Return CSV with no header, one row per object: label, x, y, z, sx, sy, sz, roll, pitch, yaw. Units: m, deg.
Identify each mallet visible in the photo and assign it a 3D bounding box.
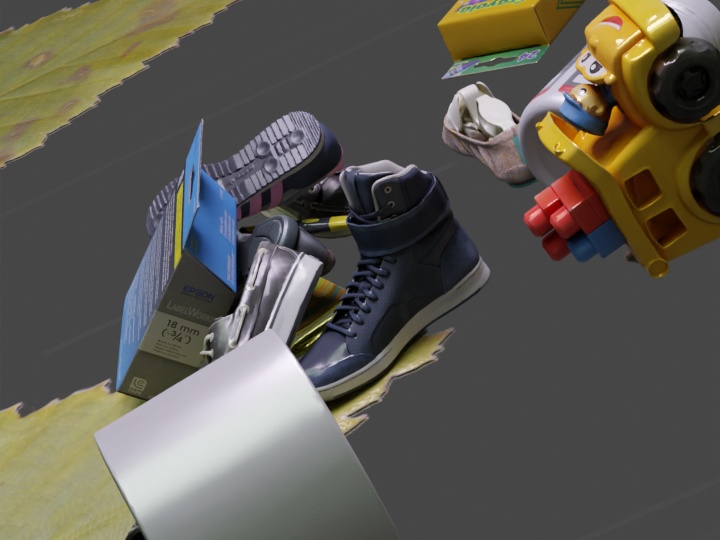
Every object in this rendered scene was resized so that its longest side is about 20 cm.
mallet,-0.016,-0.048,1.774,0.198,0.041,0.066,-2,34,27

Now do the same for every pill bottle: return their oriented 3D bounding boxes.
pill bottle,0.232,-0.151,1.665,0.115,0.117,0.200,2,38,46

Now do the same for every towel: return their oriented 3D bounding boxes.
towel,-0.072,0.028,1.743,0.086,0.018,0.200,-35,26,-17

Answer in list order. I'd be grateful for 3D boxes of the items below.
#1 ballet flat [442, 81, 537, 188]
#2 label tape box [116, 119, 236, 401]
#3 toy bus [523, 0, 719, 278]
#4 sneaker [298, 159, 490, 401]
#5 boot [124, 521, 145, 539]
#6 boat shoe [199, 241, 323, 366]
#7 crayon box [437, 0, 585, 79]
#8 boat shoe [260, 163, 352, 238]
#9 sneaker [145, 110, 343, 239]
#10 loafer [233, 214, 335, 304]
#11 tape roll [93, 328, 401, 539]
ballet flat,0.119,-0.137,1.808,0.068,0.068,0.200,-31,25,-10
label tape box,-0.145,-0.004,1.669,0.145,0.063,0.201,-95,28,-55
toy bus,0.203,-0.095,1.505,0.191,0.201,0.136,-32,27,6
sneaker,0.000,-0.001,1.578,0.202,0.147,0.077,-40,29,-22
boot,-0.114,0.156,1.414,0.131,0.068,0.200,-49,-5,-38
boat shoe,-0.095,0.067,1.574,0.063,0.071,0.201,22,60,4
crayon box,0.168,-0.282,2.055,0.125,0.052,0.200,-6,33,38
boat shoe,-0.044,-0.078,1.859,0.073,0.065,0.199,-39,28,-28
sneaker,-0.103,-0.070,1.803,0.199,0.082,0.071,-26,62,19
loafer,-0.091,0.001,1.741,0.199,0.062,0.073,-15,54,61
tape roll,-0.068,0.159,1.272,0.138,0.204,0.203,-29,25,-7
